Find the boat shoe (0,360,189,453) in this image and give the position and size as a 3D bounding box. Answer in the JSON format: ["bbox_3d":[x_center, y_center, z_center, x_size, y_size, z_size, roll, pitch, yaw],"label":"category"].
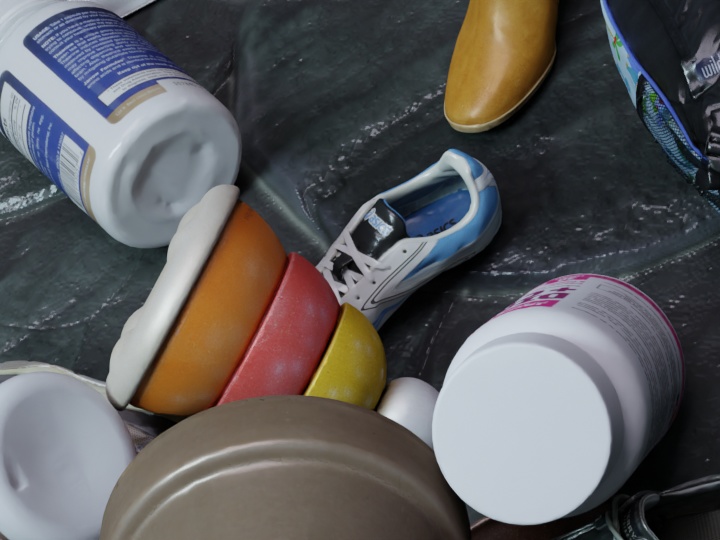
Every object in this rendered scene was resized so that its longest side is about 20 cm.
[{"bbox_3d":[-0.175,0.106,1.782,0.199,0.075,0.074,4,56,29],"label":"boat shoe"}]

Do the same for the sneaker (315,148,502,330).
[{"bbox_3d":[0.000,0.000,1.786,0.200,0.073,0.072,-41,50,-8],"label":"sneaker"}]

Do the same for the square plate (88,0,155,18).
[{"bbox_3d":[-0.220,-0.237,2.103,0.197,0.028,0.200,-27,47,2],"label":"square plate"}]

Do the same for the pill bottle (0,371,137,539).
[{"bbox_3d":[-0.221,0.137,1.711,0.200,0.109,0.110,-30,36,48],"label":"pill bottle"}]

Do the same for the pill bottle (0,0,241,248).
[{"bbox_3d":[-0.174,-0.108,1.924,0.111,0.111,0.200,-41,49,-10],"label":"pill bottle"}]

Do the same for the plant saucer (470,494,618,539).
[{"bbox_3d":[0.107,0.213,1.593,0.199,0.037,0.201,-13,51,16],"label":"plant saucer"}]

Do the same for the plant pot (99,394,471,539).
[{"bbox_3d":[-0.039,0.192,1.495,0.199,0.201,0.175,-18,33,11],"label":"plant pot"}]

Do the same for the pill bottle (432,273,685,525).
[{"bbox_3d":[0.106,0.070,1.585,0.113,0.200,0.114,2,98,14],"label":"pill bottle"}]

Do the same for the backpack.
[{"bbox_3d":[0.242,-0.128,1.723,0.183,0.147,0.200,-31,53,-1],"label":"backpack"}]

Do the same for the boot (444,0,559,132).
[{"bbox_3d":[0.085,-0.203,1.857,0.071,0.144,0.202,10,59,31],"label":"boot"}]

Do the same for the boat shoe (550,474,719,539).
[{"bbox_3d":[0.156,0.142,1.554,0.199,0.071,0.072,-20,48,10],"label":"boat shoe"}]

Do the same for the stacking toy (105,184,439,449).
[{"bbox_3d":[-0.036,0.055,1.707,0.199,0.146,0.147,29,63,-3],"label":"stacking toy"}]
